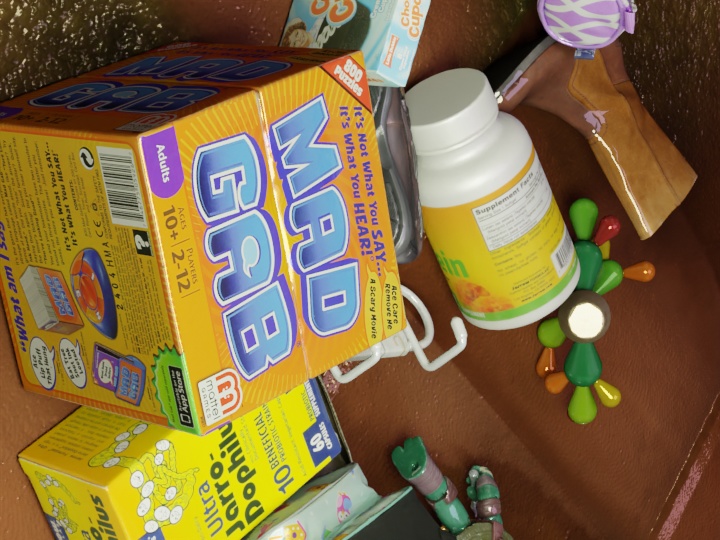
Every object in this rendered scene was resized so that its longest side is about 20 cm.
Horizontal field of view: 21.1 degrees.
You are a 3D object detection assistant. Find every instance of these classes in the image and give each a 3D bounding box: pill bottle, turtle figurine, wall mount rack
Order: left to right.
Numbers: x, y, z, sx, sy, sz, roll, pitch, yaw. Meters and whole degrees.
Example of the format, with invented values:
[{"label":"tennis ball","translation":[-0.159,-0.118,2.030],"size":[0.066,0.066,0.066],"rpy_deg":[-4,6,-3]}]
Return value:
[{"label":"wall mount rack","translation":[0.000,0.000,1.532],"size":[0.199,0.074,0.175],"rpy_deg":[-4,62,-51]},{"label":"turtle figurine","translation":[0.084,0.233,1.646],"size":[0.200,0.100,0.151],"rpy_deg":[41,68,-35]},{"label":"pill bottle","translation":[0.100,-0.061,1.597],"size":[0.111,0.110,0.201],"rpy_deg":[-45,125,-30]}]

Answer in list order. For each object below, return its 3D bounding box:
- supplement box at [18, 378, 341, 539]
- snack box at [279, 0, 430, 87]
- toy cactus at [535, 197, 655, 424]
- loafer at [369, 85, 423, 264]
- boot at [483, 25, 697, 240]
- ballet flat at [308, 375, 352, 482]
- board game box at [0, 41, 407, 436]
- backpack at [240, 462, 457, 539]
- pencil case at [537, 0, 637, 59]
[{"label":"supplement box","translation":[-0.128,0.133,1.401],"size":[0.200,0.109,0.110],"rpy_deg":[-38,122,-34]},{"label":"snack box","translation":[0.011,-0.242,1.473],"size":[0.037,0.116,0.202],"rpy_deg":[23,80,-44]},{"label":"toy cactus","translation":[0.202,0.042,1.690],"size":[0.165,0.101,0.202],"rpy_deg":[-39,140,-84]},{"label":"loafer","translation":[0.009,-0.099,1.512],"size":[0.063,0.071,0.202],"rpy_deg":[19,59,-61]},{"label":"boot","translation":[0.195,-0.114,1.682],"size":[0.188,0.068,0.201],"rpy_deg":[-41,104,-47]},{"label":"ballet flat","translation":[-0.037,0.130,1.536],"size":[0.067,0.046,0.202],"rpy_deg":[-33,119,-36]},{"label":"board game box","translation":[-0.118,-0.032,1.319],"size":[0.199,0.199,0.202],"rpy_deg":[-26,114,-40]},{"label":"backpack","translation":[-0.042,0.253,1.448],"size":[0.153,0.200,0.176],"rpy_deg":[45,31,6]},{"label":"pencil case","translation":[0.207,-0.280,1.647],"size":[0.084,0.085,0.201],"rpy_deg":[68,30,-49]}]
